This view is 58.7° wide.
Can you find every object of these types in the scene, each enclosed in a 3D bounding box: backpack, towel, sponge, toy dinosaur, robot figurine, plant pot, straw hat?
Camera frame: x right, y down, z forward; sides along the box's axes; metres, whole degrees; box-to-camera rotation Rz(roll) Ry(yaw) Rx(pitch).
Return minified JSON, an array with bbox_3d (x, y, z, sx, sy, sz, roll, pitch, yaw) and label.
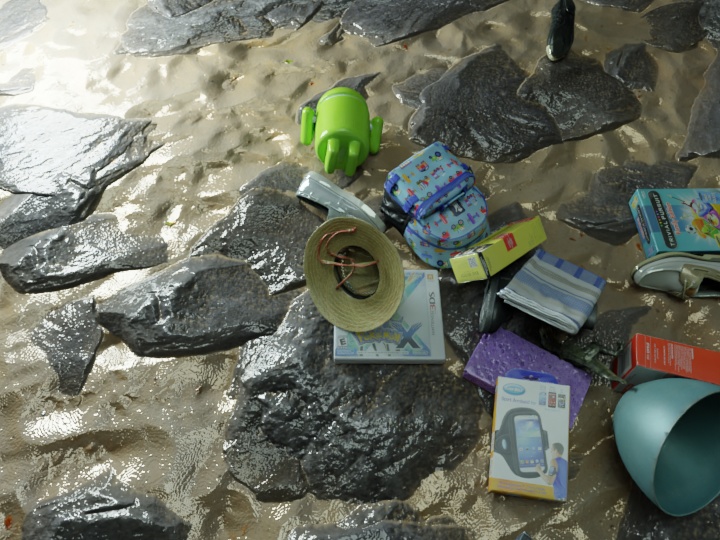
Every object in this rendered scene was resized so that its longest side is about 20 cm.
[{"bbox_3d":[0.155,-0.116,1.219,0.181,0.135,0.201,-30,66,-18],"label":"backpack"},{"bbox_3d":[0.340,0.030,1.117,0.145,0.024,0.199,27,37,23],"label":"towel"},{"bbox_3d":[0.286,0.181,1.099,0.197,0.030,0.112,28,60,15],"label":"sponge"},{"bbox_3d":[0.396,0.142,1.091,0.087,0.048,0.199,-18,25,-24],"label":"toy dinosaur"},{"bbox_3d":[-0.037,-0.295,1.332,0.171,0.116,0.204,4,57,-7],"label":"robot figurine"},{"bbox_3d":[0.473,0.249,0.988,0.197,0.204,0.135,-23,24,-16],"label":"plant pot"},{"bbox_3d":[0.000,0.000,1.138,0.198,0.204,0.085,27,17,15],"label":"straw hat"}]

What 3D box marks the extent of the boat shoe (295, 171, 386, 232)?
[{"bbox_3d":[-0.042,-0.116,1.258,0.199,0.070,0.072,34,82,16],"label":"boat shoe"}]

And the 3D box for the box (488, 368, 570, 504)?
[{"bbox_3d":[0.270,0.256,1.020,0.116,0.042,0.204,6,70,8],"label":"box"}]

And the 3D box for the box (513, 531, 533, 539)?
[{"bbox_3d":[0.232,0.501,0.840,0.195,0.125,0.200,37,64,18],"label":"box"}]

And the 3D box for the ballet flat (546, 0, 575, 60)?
[{"bbox_3d":[0.494,-0.592,1.588,0.066,0.057,0.203,28,62,-17],"label":"ballet flat"}]

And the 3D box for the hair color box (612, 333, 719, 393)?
[{"bbox_3d":[0.536,0.177,1.063,0.195,0.112,0.065,12,58,6],"label":"hair color box"}]

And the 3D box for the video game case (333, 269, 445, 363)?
[{"bbox_3d":[0.050,0.080,1.157,0.195,0.022,0.186,0,58,-2],"label":"video game case"}]

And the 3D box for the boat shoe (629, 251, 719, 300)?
[{"bbox_3d":[0.605,0.014,1.189,0.195,0.075,0.069,-3,52,-5],"label":"boat shoe"}]

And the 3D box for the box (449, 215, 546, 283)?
[{"bbox_3d":[0.255,-0.040,1.172,0.198,0.075,0.051,-27,99,-36],"label":"box"}]

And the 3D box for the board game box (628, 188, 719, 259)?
[{"bbox_3d":[0.656,-0.090,1.272,0.195,0.047,0.154,-1,58,-3],"label":"board game box"}]

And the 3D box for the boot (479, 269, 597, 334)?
[{"bbox_3d":[0.317,0.072,1.132,0.196,0.067,0.166,18,42,6],"label":"boot"}]
